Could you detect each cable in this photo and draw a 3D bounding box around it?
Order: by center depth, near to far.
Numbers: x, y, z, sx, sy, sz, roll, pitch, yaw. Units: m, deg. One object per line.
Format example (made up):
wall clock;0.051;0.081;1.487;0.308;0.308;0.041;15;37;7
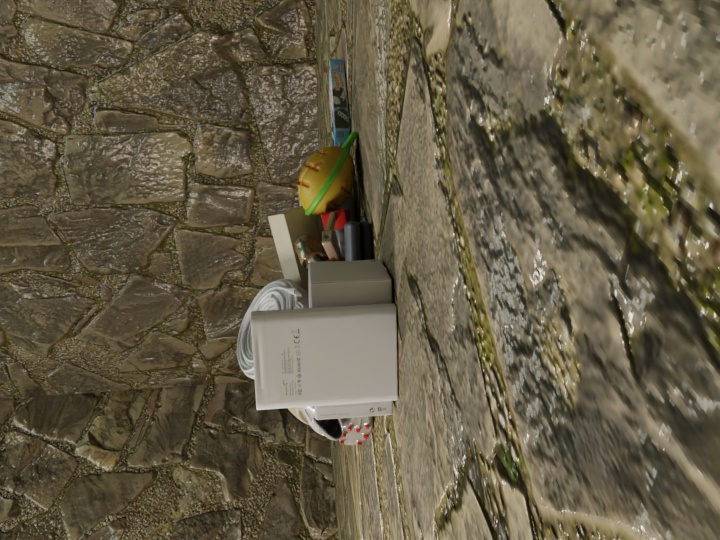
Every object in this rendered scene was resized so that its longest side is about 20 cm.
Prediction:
cable;-0.166;0.116;1.293;0.199;0.068;0.204;33;97;56

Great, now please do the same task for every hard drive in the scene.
hard drive;-0.047;0.117;0.902;0.027;0.194;0.136;-115;23;-77

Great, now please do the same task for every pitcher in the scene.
pitcher;-0.058;-0.101;1.387;0.172;0.118;0.205;129;128;-74

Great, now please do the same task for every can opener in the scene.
can opener;0.009;0.017;1.121;0.066;0.052;0.206;-4;88;52

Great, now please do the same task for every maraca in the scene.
maraca;-0.058;-0.192;1.302;0.137;0.106;0.203;-37;23;54

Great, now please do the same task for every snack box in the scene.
snack box;-0.051;-0.372;1.537;0.117;0.036;0.205;99;167;-63

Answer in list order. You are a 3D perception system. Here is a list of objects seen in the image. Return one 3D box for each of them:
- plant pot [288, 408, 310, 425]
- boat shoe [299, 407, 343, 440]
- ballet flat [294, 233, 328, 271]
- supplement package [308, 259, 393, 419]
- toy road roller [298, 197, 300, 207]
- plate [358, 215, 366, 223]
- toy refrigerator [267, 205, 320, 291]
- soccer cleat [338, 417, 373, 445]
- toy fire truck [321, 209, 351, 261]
plant pot;-0.084;0.230;1.331;0.136;0.194;0.204;-97;7;-51
boat shoe;-0.082;0.237;1.188;0.068;0.072;0.203;24;143;43
ballet flat;-0.062;0.010;1.297;0.200;0.070;0.066;43;-157;-38
supplement package;-0.016;0.098;0.979;0.121;0.116;0.206;-111;19;-76
toy road roller;-0.117;-0.150;1.543;0.149;0.196;0.123;64;171;8
plate;0.000;0.000;1.251;0.200;0.025;0.206;178;90;-84
toy refrigerator;-0.121;-0.024;1.357;0.069;0.075;0.205;-2;106;50
soccer cleat;-0.005;0.259;1.258;0.079;0.067;0.203;-92;10;-47
toy fire truck;-0.048;-0.025;1.185;0.200;0.047;0.145;-62;-36;-73
